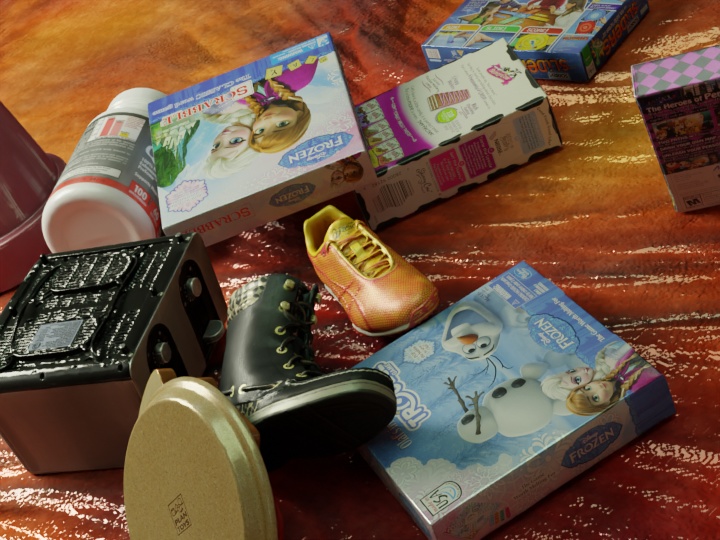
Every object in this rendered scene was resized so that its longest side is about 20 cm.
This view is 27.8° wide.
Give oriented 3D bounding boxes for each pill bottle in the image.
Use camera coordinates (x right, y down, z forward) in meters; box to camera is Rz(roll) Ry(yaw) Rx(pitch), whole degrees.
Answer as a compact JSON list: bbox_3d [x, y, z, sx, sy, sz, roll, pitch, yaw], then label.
[{"bbox_3d":[-0.241,-0.093,1.478,0.115,0.116,0.201,-11,37,19],"label":"pill bottle"}]

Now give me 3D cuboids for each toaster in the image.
[{"bbox_3d":[-0.227,0.070,1.247,0.198,0.119,0.182,-8,37,22],"label":"toaster"}]

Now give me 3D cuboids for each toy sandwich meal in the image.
[{"bbox_3d":[-0.102,0.163,1.028,0.070,0.207,0.204,-7,19,-38],"label":"toy sandwich meal"}]

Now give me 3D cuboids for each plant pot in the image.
[{"bbox_3d":[-0.414,-0.097,1.534,0.198,0.180,0.201,-15,34,11],"label":"plant pot"}]

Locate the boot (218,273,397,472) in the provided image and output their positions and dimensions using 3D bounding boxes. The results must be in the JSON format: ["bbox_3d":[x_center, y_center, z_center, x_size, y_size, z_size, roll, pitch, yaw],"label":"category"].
[{"bbox_3d":[-0.049,0.066,1.113,0.203,0.073,0.155,-25,46,41],"label":"boot"}]

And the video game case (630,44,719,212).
[{"bbox_3d":[0.323,-0.119,1.116,0.198,0.181,0.036,-12,60,18],"label":"video game case"}]

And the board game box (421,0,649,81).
[{"bbox_3d":[0.180,-0.252,1.507,0.199,0.035,0.135,11,47,41],"label":"board game box"}]

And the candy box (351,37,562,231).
[{"bbox_3d":[0.076,-0.131,1.384,0.198,0.061,0.137,-24,35,2],"label":"candy box"}]

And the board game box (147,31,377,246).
[{"bbox_3d":[-0.098,-0.123,1.372,0.198,0.041,0.200,-21,42,4],"label":"board game box"}]

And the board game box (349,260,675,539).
[{"bbox_3d":[0.095,0.096,1.083,0.198,0.044,0.200,-32,34,-10],"label":"board game box"}]

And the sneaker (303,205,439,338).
[{"bbox_3d":[0.000,0.000,1.224,0.073,0.078,0.200,-36,29,-14],"label":"sneaker"}]
